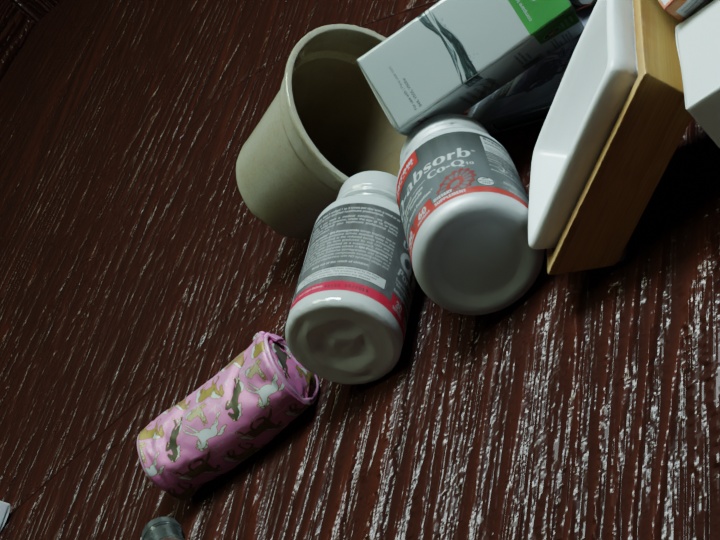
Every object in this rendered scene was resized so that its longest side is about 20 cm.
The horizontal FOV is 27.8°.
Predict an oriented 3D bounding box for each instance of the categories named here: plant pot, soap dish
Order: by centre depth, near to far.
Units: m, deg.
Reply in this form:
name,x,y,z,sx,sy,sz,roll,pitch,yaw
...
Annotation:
name,x,y,z,sx,sy,sz,roll,pitch,yaw
soap dish,0.201,-0.114,1.163,0.158,0.080,0.201,-80,8,-50
plant pot,-0.036,-0.130,1.569,0.183,0.200,0.202,-38,24,49

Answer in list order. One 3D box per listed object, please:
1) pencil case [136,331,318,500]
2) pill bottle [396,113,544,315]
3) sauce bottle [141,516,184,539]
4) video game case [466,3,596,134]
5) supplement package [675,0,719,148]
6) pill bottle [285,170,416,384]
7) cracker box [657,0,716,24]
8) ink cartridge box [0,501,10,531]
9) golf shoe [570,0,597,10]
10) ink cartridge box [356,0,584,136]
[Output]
name,x,y,z,sx,sy,sz,roll,pitch,yaw
pencil case,-0.133,0.143,1.431,0.200,0.083,0.087,-39,27,23
pill bottle,0.092,-0.057,1.305,0.116,0.116,0.201,-41,25,16
sauce bottle,-0.162,0.281,1.299,0.066,0.066,0.200,-48,26,1
video game case,0.194,-0.206,1.468,0.199,0.019,0.144,-12,44,55
supplement package,0.341,-0.161,1.032,0.199,0.121,0.120,-33,28,29
pill bottle,0.000,0.000,1.381,0.110,0.111,0.201,-30,31,35
cracker box,0.259,-0.265,1.176,0.058,0.133,0.201,-43,47,27
ink cartridge box,-0.555,0.275,1.802,0.162,0.199,0.058,-8,55,54
golf shoe,0.271,-0.346,1.478,0.088,0.077,0.201,6,59,54
ink cartridge box,0.108,-0.217,1.403,0.199,0.084,0.147,-34,-6,11
